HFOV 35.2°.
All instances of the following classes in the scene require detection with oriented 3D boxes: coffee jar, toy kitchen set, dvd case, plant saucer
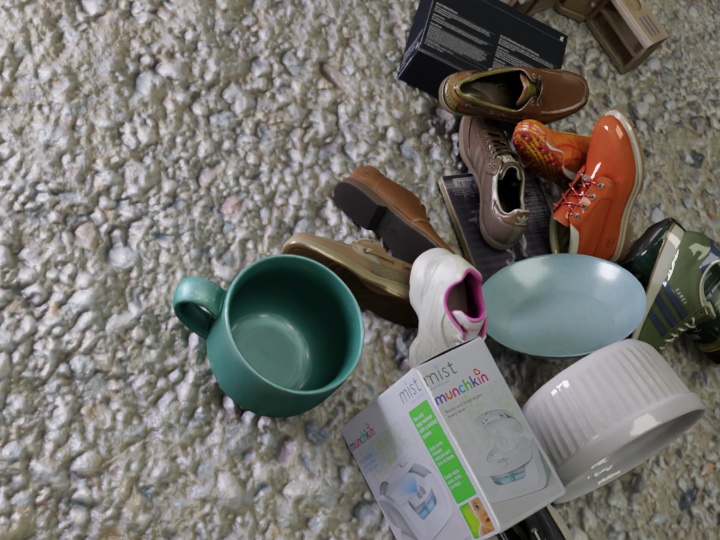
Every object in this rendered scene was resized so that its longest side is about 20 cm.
[{"bbox_3d":[0.431,0.031,1.453,0.200,0.104,0.085,44,79,1],"label":"coffee jar"},{"bbox_3d":[0.317,-0.369,1.561,0.199,0.163,0.182,-27,79,-32],"label":"toy kitchen set"},{"bbox_3d":[0.192,-0.034,1.429,0.147,0.016,0.202,-8,69,-29],"label":"dvd case"},{"bbox_3d":[0.233,0.051,1.327,0.198,0.039,0.202,-6,34,4],"label":"plant saucer"}]

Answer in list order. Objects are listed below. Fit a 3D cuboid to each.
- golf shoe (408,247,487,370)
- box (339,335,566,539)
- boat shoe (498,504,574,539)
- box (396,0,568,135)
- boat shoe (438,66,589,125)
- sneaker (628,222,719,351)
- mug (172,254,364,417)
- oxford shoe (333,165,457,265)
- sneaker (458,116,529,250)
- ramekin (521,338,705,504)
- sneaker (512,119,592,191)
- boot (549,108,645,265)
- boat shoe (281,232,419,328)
[{"bbox_3d":[0.101,0.079,1.252,0.075,0.091,0.203,-12,103,-29],"label":"golf shoe"},{"bbox_3d":[0.089,0.191,1.162,0.096,0.200,0.178,-22,77,-31],"label":"box"},{"bbox_3d":[0.158,0.250,1.242,0.063,0.073,0.201,-34,88,-35],"label":"boat shoe"},{"bbox_3d":[0.163,-0.282,1.499,0.198,0.079,0.142,24,62,-12],"label":"box"},{"bbox_3d":[0.200,-0.217,1.409,0.197,0.068,0.073,-6,92,-13],"label":"boat shoe"},{"bbox_3d":[0.384,0.051,1.375,0.089,0.202,0.067,20,12,13],"label":"sneaker"},{"bbox_3d":[-0.095,0.064,1.190,0.152,0.114,0.185,-37,84,-33],"label":"mug"},{"bbox_3d":[0.064,-0.053,1.349,0.200,0.071,0.071,44,51,2],"label":"oxford shoe"},{"bbox_3d":[0.177,-0.128,1.413,0.070,0.076,0.202,2,63,-24],"label":"sneaker"},{"bbox_3d":[0.273,0.164,1.267,0.198,0.201,0.106,-16,64,-30],"label":"ramekin"},{"bbox_3d":[0.267,-0.150,1.462,0.199,0.073,0.078,28,76,-39],"label":"sneaker"},{"bbox_3d":[0.287,-0.097,1.402,0.106,0.075,0.203,-9,114,-26],"label":"boot"},{"bbox_3d":[0.000,0.000,1.296,0.199,0.071,0.065,27,52,-23],"label":"boat shoe"}]
